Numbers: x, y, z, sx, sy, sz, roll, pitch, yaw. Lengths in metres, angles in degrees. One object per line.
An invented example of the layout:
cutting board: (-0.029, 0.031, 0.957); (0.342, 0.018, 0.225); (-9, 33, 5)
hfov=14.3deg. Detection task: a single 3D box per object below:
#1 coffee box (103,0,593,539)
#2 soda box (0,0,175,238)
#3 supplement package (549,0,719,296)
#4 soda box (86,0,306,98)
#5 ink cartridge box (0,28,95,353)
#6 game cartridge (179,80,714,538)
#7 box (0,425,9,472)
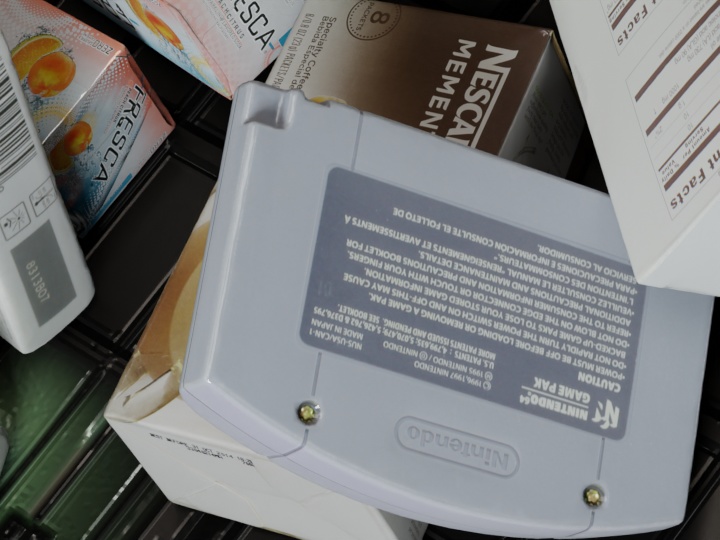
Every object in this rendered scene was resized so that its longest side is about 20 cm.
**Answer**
coffee box: (0.000, 0.000, 1.115); (0.114, 0.080, 0.201); (14, 65, 27)
soda box: (-0.177, -0.093, 1.250); (0.200, 0.064, 0.068); (30, 73, 33)
supplement package: (0.151, -0.096, 1.076); (0.110, 0.113, 0.201); (-51, 42, 41)
soda box: (-0.098, -0.149, 1.223); (0.068, 0.064, 0.200); (-44, 43, -9)
ink cartridge box: (-0.205, -0.072, 1.184); (0.057, 0.163, 0.200); (-39, 53, -19)
game cartridge: (0.033, 0.023, 1.031); (0.041, 0.199, 0.134); (-15, 60, 63)
box: (-0.267, 0.102, 1.077); (0.170, 0.200, 0.200); (2, 61, 23)
